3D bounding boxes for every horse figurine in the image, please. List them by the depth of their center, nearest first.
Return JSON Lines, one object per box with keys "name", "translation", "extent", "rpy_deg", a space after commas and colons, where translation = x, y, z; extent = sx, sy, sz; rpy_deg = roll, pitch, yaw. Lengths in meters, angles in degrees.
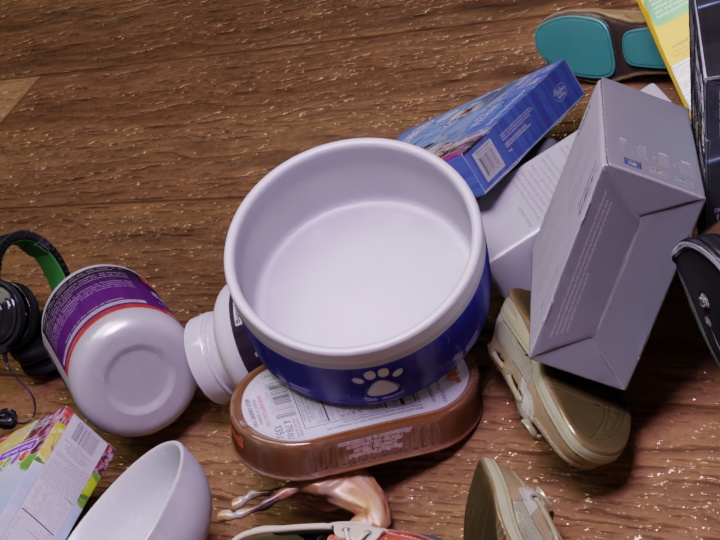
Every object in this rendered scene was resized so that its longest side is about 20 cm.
{"name": "horse figurine", "translation": [-0.035, 0.146, 1.564], "extent": [0.132, 0.050, 0.200], "rpy_deg": [-10, 30, 14]}

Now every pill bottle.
{"name": "pill bottle", "translation": [-0.043, 0.043, 1.660], "extent": [0.199, 0.113, 0.113], "rpy_deg": [-22, 33, 21]}
{"name": "pill bottle", "translation": [-0.218, 0.063, 1.773], "extent": [0.112, 0.113, 0.200], "rpy_deg": [-37, 25, -5]}

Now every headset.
{"name": "headset", "translation": [-0.332, 0.061, 1.911], "extent": [0.094, 0.123, 0.201], "rpy_deg": [-17, 55, 28]}

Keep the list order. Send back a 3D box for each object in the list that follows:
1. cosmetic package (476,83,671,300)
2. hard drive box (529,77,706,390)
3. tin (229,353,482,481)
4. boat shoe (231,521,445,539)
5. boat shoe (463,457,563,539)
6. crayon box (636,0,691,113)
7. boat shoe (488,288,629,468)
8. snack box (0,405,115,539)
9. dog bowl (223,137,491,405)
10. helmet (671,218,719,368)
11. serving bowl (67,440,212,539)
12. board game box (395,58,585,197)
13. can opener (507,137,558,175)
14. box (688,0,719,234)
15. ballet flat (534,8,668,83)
{"name": "cosmetic package", "translation": [0.185, -0.056, 1.623], "extent": [0.199, 0.071, 0.102], "rpy_deg": [-32, 30, 3]}
{"name": "hard drive box", "translation": [0.182, -0.031, 1.454], "extent": [0.200, 0.076, 0.157], "rpy_deg": [-78, 7, -66]}
{"name": "tin", "translation": [-0.003, 0.102, 1.540], "extent": [0.199, 0.042, 0.112], "rpy_deg": [-12, 42, -10]}
{"name": "boat shoe", "translation": [-0.011, 0.211, 1.430], "extent": [0.199, 0.063, 0.071], "rpy_deg": [-7, 47, 43]}
{"name": "boat shoe", "translation": [0.118, 0.197, 1.352], "extent": [0.063, 0.074, 0.201], "rpy_deg": [7, 23, -15]}
{"name": "crayon box", "translation": [0.310, -0.200, 1.660], "extent": [0.125, 0.052, 0.201], "rpy_deg": [-26, 55, 13]}
{"name": "boat shoe", "translation": [0.139, 0.089, 1.462], "extent": [0.063, 0.073, 0.201], "rpy_deg": [-62, 27, 23]}
{"name": "snack box", "translation": [-0.312, 0.225, 1.670], "extent": [0.168, 0.068, 0.201], "rpy_deg": [-27, 29, 43]}
{"name": "dog bowl", "translation": [0.000, 0.000, 1.532], "extent": [0.199, 0.079, 0.201], "rpy_deg": [-6, 54, 8]}
{"name": "helmet", "translation": [0.312, 0.020, 1.283], "extent": [0.200, 0.191, 0.200], "rpy_deg": [-37, -8, -6]}
{"name": "serving bowl", "translation": [-0.178, 0.231, 1.546], "extent": [0.200, 0.066, 0.200], "rpy_deg": [-45, 17, 17]}
{"name": "board game box", "translation": [0.069, -0.095, 1.729], "extent": [0.198, 0.044, 0.200], "rpy_deg": [-23, 13, 40]}
{"name": "can opener", "translation": [0.085, -0.052, 1.706], "extent": [0.199, 0.067, 0.053], "rpy_deg": [-33, 67, -4]}
{"name": "box", "translation": [0.286, -0.101, 1.452], "extent": [0.086, 0.201, 0.164], "rpy_deg": [-3, 36, 7]}
{"name": "ballet flat", "translation": [0.245, -0.204, 1.800], "extent": [0.063, 0.069, 0.199], "rpy_deg": [-20, 21, -37]}
